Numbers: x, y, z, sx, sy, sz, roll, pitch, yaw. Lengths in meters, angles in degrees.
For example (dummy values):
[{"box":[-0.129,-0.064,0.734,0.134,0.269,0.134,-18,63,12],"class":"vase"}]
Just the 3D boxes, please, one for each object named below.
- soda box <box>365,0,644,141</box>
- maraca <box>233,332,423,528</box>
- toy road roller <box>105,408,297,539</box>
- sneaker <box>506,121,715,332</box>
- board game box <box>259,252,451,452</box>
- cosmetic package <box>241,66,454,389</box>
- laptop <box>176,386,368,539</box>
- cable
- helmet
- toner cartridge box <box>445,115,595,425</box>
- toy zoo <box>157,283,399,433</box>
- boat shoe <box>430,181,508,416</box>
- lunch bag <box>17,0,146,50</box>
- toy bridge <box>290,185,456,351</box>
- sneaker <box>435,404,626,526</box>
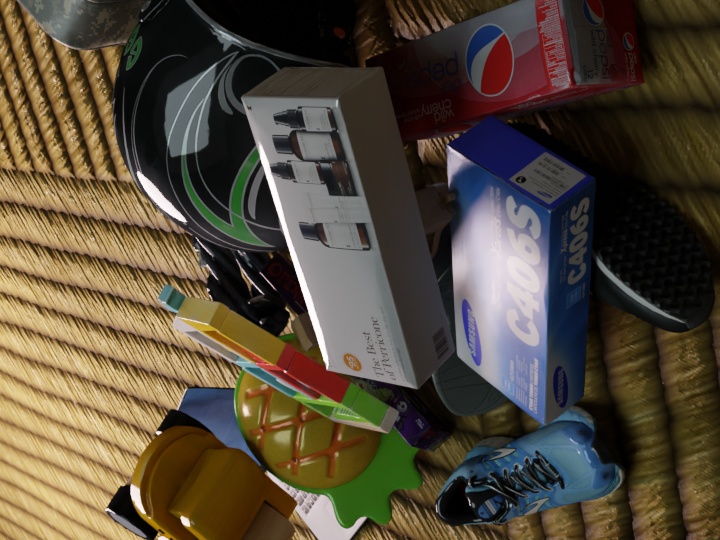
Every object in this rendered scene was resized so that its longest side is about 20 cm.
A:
[{"box":[0.090,-0.134,0.808,0.199,0.069,0.065,-8,91,54],"class":"soda box"},{"box":[-0.031,0.149,1.129,0.200,0.107,0.137,42,99,6],"class":"maraca"},{"box":[-0.134,0.233,1.158,0.200,0.124,0.145,44,155,-25],"class":"toy road roller"},{"box":[0.157,-0.017,0.831,0.200,0.070,0.091,41,154,26],"class":"sneaker"},{"box":[-0.002,0.074,1.056,0.200,0.032,0.120,48,178,16],"class":"board game box"},{"box":[-0.006,-0.025,0.761,0.082,0.051,0.203,9,126,41],"class":"cosmetic package"},{"box":[-0.096,0.214,1.250,0.201,0.115,0.188,49,144,15],"class":"laptop"},{"box":[-0.118,-0.008,1.076,0.164,0.050,0.200,57,-174,1],"class":"cable"},{"box":[-0.078,-0.110,0.863,0.200,0.199,0.192,42,130,23],"class":"helmet"},{"box":[0.107,0.004,0.811,0.095,0.043,0.202,39,150,38],"class":"toner cartridge box"},{"box":[-0.076,0.070,0.964,0.198,0.021,0.131,33,167,-17],"class":"toy zoo"},{"box":[0.080,0.028,0.943,0.065,0.073,0.204,-99,-6,-54],"class":"boat shoe"},{"box":[-0.243,-0.320,1.052,0.200,0.139,0.169,47,126,16],"class":"lunch bag"},{"box":[0.018,-0.002,0.853,0.027,0.067,0.200,60,143,13],"class":"toy bridge"},{"box":[0.131,0.173,0.964,0.079,0.089,0.200,57,144,3],"class":"sneaker"}]
